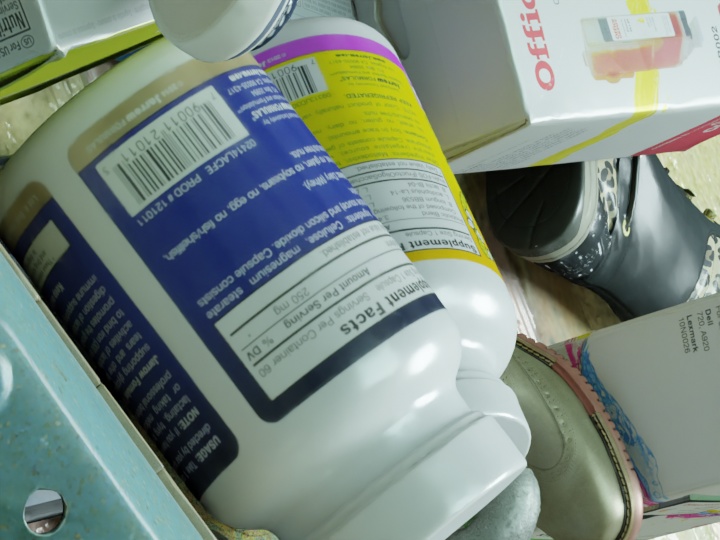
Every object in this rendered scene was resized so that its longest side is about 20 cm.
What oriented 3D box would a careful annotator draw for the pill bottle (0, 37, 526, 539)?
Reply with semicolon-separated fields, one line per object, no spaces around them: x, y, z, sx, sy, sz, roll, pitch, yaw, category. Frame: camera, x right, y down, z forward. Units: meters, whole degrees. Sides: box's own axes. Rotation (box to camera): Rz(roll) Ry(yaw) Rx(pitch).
-0.035;0.021;1.037;0.200;0.116;0.116;53;35;8;pill bottle

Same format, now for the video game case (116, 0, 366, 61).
-0.079;-0.174;1.241;0.199;0.045;0.183;16;63;-49;video game case

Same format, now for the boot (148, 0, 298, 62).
-0.010;-0.141;0.954;0.090;0.073;0.201;33;52;-35;boot

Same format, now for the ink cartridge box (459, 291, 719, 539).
0.149;0.070;1.307;0.144;0.199;0.085;5;71;-51;ink cartridge box

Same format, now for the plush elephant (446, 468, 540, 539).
0.046;0.157;1.188;0.165;0.199;0.155;32;27;-58;plush elephant

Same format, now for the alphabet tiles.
-0.103;0.026;0.997;0.167;0.006;0.200;54;-5;-2;alphabet tiles

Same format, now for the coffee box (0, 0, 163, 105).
-0.149;-0.158;1.010;0.199;0.199;0.199;-27;97;-53;coffee box

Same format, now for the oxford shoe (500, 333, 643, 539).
0.040;0.054;1.244;0.200;0.071;0.074;46;37;22;oxford shoe

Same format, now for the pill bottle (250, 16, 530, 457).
0.000;0.000;1.171;0.104;0.104;0.201;19;39;-48;pill bottle

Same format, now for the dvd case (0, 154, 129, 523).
-0.129;0.025;1.114;0.200;0.017;0.144;-9;84;-55;dvd case

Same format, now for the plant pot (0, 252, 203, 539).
-0.155;0.079;0.841;0.196;0.200;0.197;-40;111;-18;plant pot

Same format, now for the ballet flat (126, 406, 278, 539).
-0.061;0.040;1.126;0.071;0.070;0.201;-11;85;-54;ballet flat

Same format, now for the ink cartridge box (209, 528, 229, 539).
-0.037;0.220;1.044;0.145;0.083;0.200;-42;116;-11;ink cartridge box

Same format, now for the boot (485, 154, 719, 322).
0.129;-0.065;1.457;0.154;0.073;0.205;40;46;-43;boot

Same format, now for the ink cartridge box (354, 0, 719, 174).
0.096;-0.128;1.319;0.199;0.083;0.146;-9;80;-44;ink cartridge box
